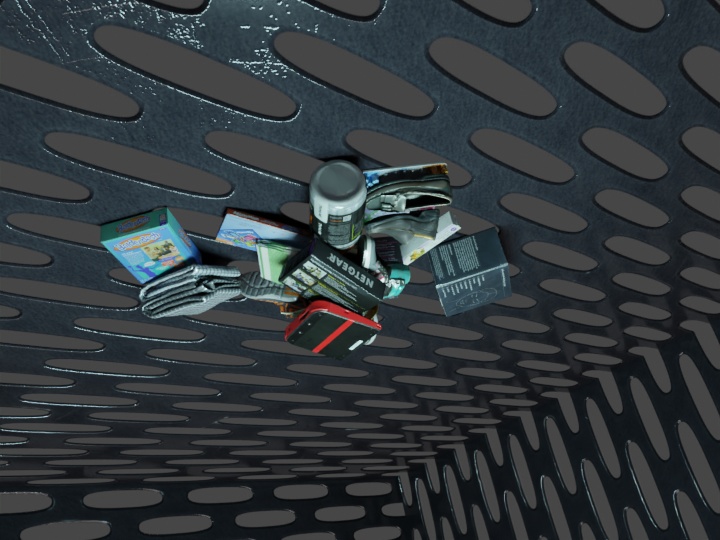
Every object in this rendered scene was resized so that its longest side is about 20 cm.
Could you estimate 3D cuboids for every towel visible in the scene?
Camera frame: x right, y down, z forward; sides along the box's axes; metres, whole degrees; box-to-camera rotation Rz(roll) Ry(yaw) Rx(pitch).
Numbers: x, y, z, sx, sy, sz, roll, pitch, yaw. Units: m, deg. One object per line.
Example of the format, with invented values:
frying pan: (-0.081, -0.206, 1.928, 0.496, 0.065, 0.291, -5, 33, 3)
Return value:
towel: (-0.393, 0.054, 1.540, 0.197, 0.088, 0.165, -19, 171, 25)
towel: (-0.139, -0.004, 1.507, 0.195, 0.024, 0.154, 11, 146, 4)

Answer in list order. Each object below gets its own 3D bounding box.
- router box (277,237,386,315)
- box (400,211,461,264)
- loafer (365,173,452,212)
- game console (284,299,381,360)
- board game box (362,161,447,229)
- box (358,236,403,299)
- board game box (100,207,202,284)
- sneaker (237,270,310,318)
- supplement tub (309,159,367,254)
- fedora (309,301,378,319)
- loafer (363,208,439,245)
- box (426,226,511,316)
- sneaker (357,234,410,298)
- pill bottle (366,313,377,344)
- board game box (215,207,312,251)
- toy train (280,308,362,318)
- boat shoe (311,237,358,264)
router box: (-0.063, 0.027, 1.451, 0.198, 0.052, 0.148, 33, 141, -22)
box: (0.165, -0.077, 1.655, 0.038, 0.042, 0.199, 16, 138, -43)
loafer: (0.103, -0.157, 1.411, 0.195, 0.064, 0.072, -13, 153, -2)
game console: (-0.070, 0.142, 1.535, 0.174, 0.032, 0.200, 20, 143, -23)
board game box: (0.088, -0.163, 1.488, 0.195, 0.026, 0.201, -8, 150, -10)
box: (0.000, 0.000, 1.641, 0.195, 0.117, 0.133, -5, 151, -11)
board game box: (-0.452, -0.049, 1.437, 0.149, 0.046, 0.201, -14, 152, 1)
sneaker: (-0.215, 0.070, 1.638, 0.196, 0.079, 0.113, 13, 149, 23)
supplement tub: (-0.050, -0.127, 1.392, 0.120, 0.125, 0.201, -8, 150, -9)
fedora: (-0.050, 0.078, 1.733, 0.196, 0.202, 0.083, -9, 122, -7)
loafer: (0.098, -0.093, 1.462, 0.196, 0.074, 0.072, -9, -173, -28)
box: (0.296, 0.008, 1.769, 0.192, 0.126, 0.201, -16, 150, 8)
sneaker: (0.054, -0.005, 1.491, 0.118, 0.085, 0.202, -6, 140, -6)
pill bottle: (-0.057, 0.154, 1.883, 0.196, 0.115, 0.113, 5, 146, -30)
board game box: (-0.217, -0.077, 1.471, 0.196, 0.020, 0.103, 15, 141, -20)
toy train: (-0.095, 0.127, 1.608, 0.195, 0.086, 0.117, -3, 140, -6)
boat shoe: (-0.080, -0.059, 1.552, 0.195, 0.073, 0.073, 9, 139, 4)
